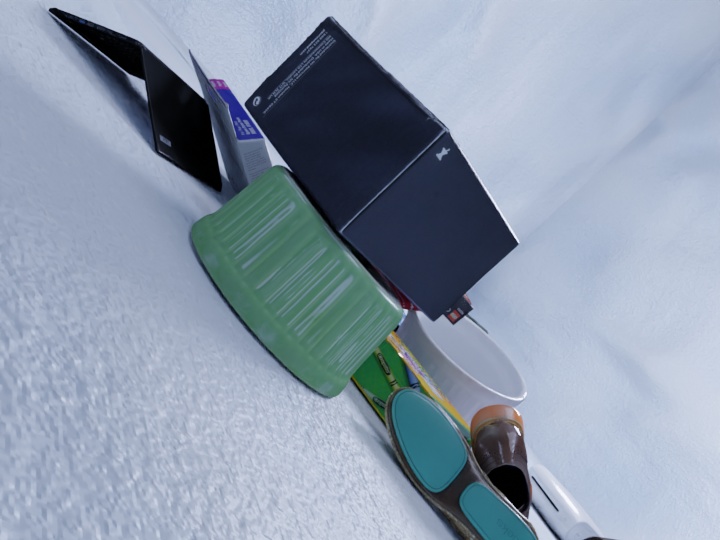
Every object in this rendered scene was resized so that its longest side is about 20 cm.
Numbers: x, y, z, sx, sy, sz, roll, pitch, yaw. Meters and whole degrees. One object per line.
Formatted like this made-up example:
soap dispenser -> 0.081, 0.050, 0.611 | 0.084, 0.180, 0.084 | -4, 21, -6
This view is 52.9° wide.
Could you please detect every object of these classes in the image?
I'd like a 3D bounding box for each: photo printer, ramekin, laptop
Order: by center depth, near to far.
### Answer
ramekin -> -0.049, 0.003, 0.651 | 0.201, 0.097, 0.200 | 49, 4, -4
laptop -> -0.258, -0.196, 0.854 | 0.196, 0.105, 0.177 | 24, -3, 14
ramekin -> 0.123, 0.139, 0.997 | 0.198, 0.098, 0.201 | 34, 19, -13
photo printer -> 0.413, 0.493, 1.476 | 0.200, 0.069, 0.167 | 47, 5, -40

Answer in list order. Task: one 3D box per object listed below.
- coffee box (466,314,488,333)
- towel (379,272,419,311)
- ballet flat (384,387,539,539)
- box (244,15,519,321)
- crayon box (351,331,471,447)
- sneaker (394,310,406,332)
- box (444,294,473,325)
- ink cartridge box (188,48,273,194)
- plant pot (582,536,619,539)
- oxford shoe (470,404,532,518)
coffee box -> 0.137, 0.124, 1.256 | 0.122, 0.044, 0.201 | 41, -29, 12
towel -> 0.000, 0.000, 0.979 | 0.195, 0.023, 0.146 | 10, 28, -20
ballet flat -> 0.086, 0.202, 0.684 | 0.201, 0.070, 0.065 | 53, -22, 11
box -> 0.021, -0.089, 0.673 | 0.199, 0.123, 0.200 | 52, 6, 38
crayon box -> 0.042, 0.127, 0.810 | 0.201, 0.058, 0.119 | 51, 4, 20
sneaker -> 0.062, 0.113, 1.121 | 0.201, 0.074, 0.082 | 50, 14, 10
box -> 0.063, -0.035, 0.955 | 0.200, 0.037, 0.137 | 46, 13, -27
ink cartridge box -> -0.155, -0.164, 0.932 | 0.197, 0.042, 0.203 | -126, -160, -47
plant pot -> 0.324, 0.393, 0.812 | 0.198, 0.189, 0.187 | 33, 7, -11
oxford shoe -> 0.145, 0.233, 0.748 | 0.074, 0.069, 0.203 | -89, 167, -52
